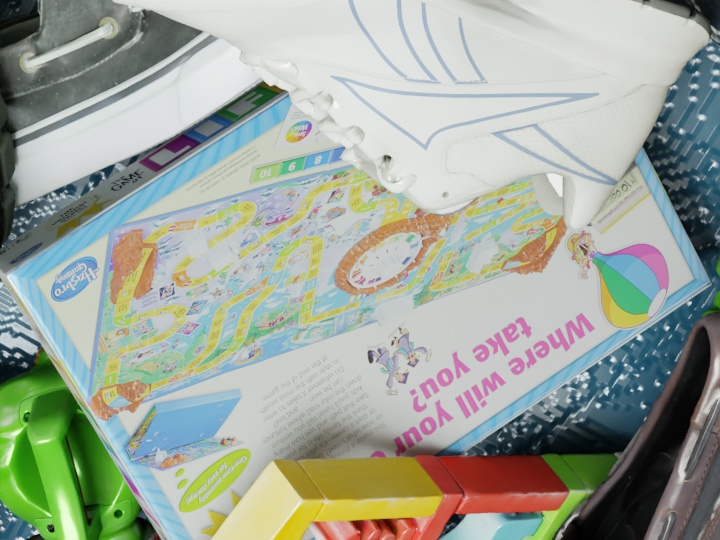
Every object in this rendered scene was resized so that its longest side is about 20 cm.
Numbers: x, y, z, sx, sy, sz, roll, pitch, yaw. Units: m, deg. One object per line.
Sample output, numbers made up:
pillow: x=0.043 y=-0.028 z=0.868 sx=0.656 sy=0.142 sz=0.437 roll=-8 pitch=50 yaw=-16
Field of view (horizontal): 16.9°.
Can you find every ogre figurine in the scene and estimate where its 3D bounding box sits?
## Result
ogre figurine: x=-0.087 y=0.084 z=0.839 sx=0.199 sy=0.098 sz=0.121 roll=-3 pitch=119 yaw=21

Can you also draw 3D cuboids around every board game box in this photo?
board game box: x=0.000 y=0.000 z=0.782 sx=0.199 sy=0.034 sz=0.135 roll=-33 pitch=108 yaw=-10

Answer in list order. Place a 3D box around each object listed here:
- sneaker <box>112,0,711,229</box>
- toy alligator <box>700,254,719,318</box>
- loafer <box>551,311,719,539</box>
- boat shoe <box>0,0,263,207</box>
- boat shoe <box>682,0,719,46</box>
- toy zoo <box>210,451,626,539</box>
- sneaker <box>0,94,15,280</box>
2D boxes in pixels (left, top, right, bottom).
sneaker: x=0.013 y=-0.061 z=0.711 sx=0.199 sy=0.074 sz=0.088 roll=12 pitch=104 yaw=-28
toy alligator: x=0.137 y=0.005 z=0.792 sx=0.054 sy=0.059 sz=0.201 roll=9 pitch=111 yaw=-26
loafer: x=0.085 y=0.089 z=0.780 sx=0.063 sy=0.072 sz=0.201 roll=19 pitch=119 yaw=-27
boat shoe: x=-0.082 y=-0.076 z=0.788 sx=0.199 sy=0.072 sz=0.071 roll=-25 pitch=101 yaw=26
boat shoe: x=0.083 y=-0.141 z=0.722 sx=0.071 sy=0.091 sz=0.201 roll=9 pitch=124 yaw=49
toy zoo: x=-0.001 y=0.116 z=0.796 sx=0.020 sy=0.199 sz=0.132 roll=49 pitch=121 yaw=36
sneaker: x=-0.153 y=-0.054 z=0.745 sx=0.079 sy=0.076 sz=0.201 roll=3 pitch=116 yaw=8
